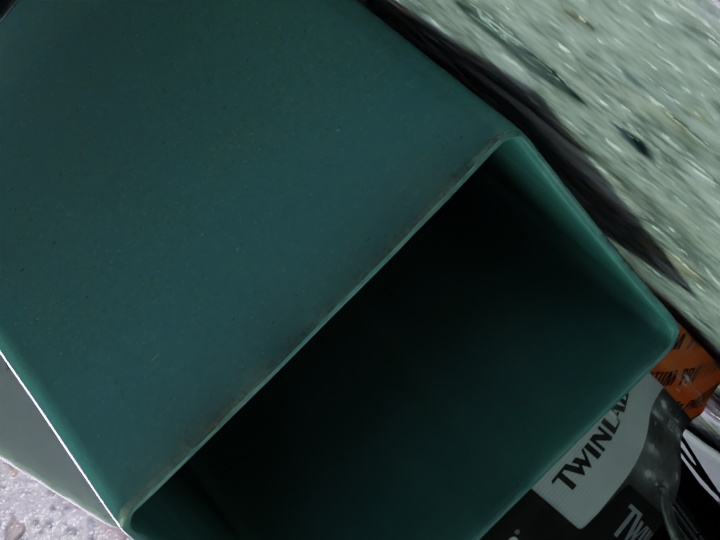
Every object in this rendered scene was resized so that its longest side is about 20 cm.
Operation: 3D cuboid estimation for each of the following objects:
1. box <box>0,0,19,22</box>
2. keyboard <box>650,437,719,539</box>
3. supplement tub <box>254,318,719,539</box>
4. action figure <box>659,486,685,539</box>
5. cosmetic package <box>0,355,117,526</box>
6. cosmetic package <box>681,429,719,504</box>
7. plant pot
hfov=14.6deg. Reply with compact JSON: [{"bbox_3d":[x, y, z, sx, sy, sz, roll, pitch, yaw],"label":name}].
[{"bbox_3d":[-0.164,-0.152,0.590,0.182,0.104,0.200,34,174,47],"label":"box"},{"bbox_3d":[0.108,0.102,1.006,0.200,0.040,0.104,55,-153,9],"label":"keyboard"},{"bbox_3d":[0.018,0.081,0.896,0.122,0.200,0.123,39,177,2],"label":"supplement tub"},{"bbox_3d":[0.158,0.128,0.806,0.200,0.119,0.102,28,-174,17],"label":"action figure"},{"bbox_3d":[-0.134,-0.045,1.010,0.166,0.168,0.200,36,176,36],"label":"cosmetic package"},{"bbox_3d":[0.148,0.185,1.148,0.167,0.166,0.200,36,175,46],"label":"cosmetic package"},{"bbox_3d":[-0.042,-0.018,0.804,0.200,0.141,0.141,45,-179,33],"label":"plant pot"}]
